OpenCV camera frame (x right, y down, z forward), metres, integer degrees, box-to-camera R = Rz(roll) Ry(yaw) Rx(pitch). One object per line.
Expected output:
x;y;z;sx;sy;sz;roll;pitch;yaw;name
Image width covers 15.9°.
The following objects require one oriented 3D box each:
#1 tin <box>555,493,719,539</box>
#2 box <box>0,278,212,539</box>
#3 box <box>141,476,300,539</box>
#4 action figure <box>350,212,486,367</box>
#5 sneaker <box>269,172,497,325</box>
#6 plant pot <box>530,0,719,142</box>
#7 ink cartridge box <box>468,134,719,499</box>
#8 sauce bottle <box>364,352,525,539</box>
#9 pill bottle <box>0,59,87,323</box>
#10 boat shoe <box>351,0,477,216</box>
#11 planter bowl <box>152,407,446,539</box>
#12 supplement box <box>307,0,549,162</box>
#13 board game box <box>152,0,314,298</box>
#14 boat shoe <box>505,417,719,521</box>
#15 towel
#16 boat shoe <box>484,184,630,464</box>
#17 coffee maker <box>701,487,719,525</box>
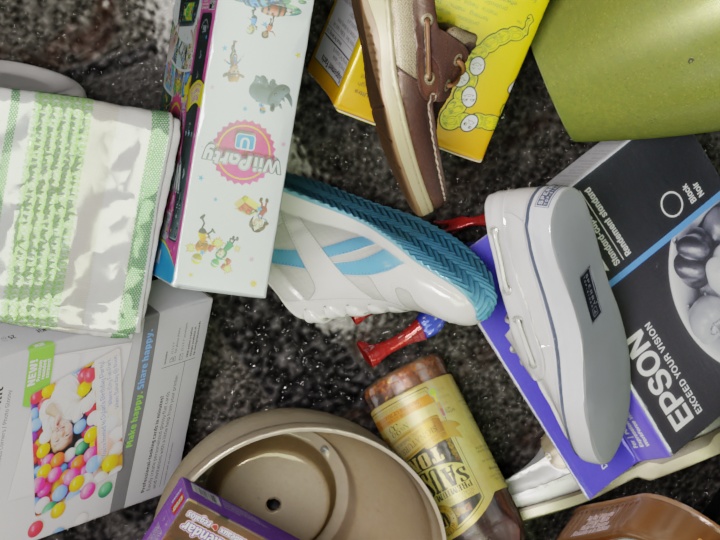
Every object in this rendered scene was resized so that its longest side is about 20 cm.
0.203;0.207;1.781;0.112;0.200;0.042;46;68;-7;tin
-0.192;0.096;1.673;0.200;0.041;0.156;-15;128;-43;box
-0.067;0.240;1.673;0.200;0.039;0.137;30;100;-19;box
0.083;-0.005;1.766;0.199;0.052;0.066;-26;116;-8;action figure
0.000;0.000;1.696;0.199;0.076;0.081;23;105;27;sneaker
0.216;-0.163;1.688;0.199;0.187;0.188;-23;111;10;plant pot
0.185;0.021;1.747;0.200;0.043;0.198;-37;103;-18;ink cartridge box
0.072;0.157;1.761;0.066;0.066;0.201;-28;80;-2;sauce bottle
-0.242;-0.028;1.655;0.114;0.114;0.201;4;106;-13;pill bottle
0.039;-0.134;1.589;0.072;0.072;0.201;-13;103;-5;boat shoe
-0.053;0.178;1.749;0.199;0.135;0.201;-4;108;-11;planter bowl
0.058;-0.190;1.669;0.109;0.109;0.201;19;103;-16;supplement box
-0.087;-0.090;1.630;0.064;0.148;0.201;7;93;-14;board game box
0.158;0.128;1.817;0.199;0.075;0.069;-20;86;0;boat shoe
-0.220;-0.041;1.584;0.199;0.031;0.150;8;102;-18;towel
0.128;0.034;1.686;0.065;0.074;0.201;3;116;34;boat shoe
0.322;0.139;1.812;0.135;0.192;0.200;43;77;-31;coffee maker
